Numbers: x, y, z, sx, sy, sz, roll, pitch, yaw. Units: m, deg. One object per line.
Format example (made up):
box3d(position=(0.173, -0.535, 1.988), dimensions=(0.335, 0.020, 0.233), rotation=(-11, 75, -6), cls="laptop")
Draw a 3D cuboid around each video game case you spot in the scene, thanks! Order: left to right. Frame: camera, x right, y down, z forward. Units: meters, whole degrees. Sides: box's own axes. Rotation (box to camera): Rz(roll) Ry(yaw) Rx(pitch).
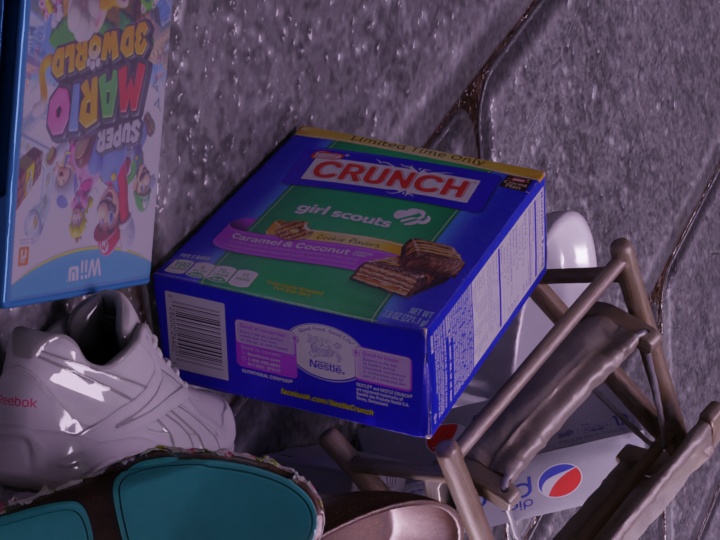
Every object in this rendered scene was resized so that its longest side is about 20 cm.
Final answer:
box3d(position=(-0.138, -0.088, 0.968), dimensions=(0.143, 0.018, 0.202), rotation=(-12, 109, -67), cls="video game case")

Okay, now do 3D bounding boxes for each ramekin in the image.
box3d(position=(0.109, 0.048, 1.504), dimensions=(0.200, 0.097, 0.202), rotation=(9, 90, -67), cls="ramekin")

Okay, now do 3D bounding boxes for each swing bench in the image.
box3d(position=(0.118, 0.119, 1.221), dimensions=(0.199, 0.129, 0.201), rotation=(-46, 115, -28), cls="swing bench")

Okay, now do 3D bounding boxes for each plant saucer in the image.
box3d(position=(-0.036, 0.178, 1.006), dimensions=(0.199, 0.037, 0.201), rotation=(-29, 149, -20), cls="plant saucer")

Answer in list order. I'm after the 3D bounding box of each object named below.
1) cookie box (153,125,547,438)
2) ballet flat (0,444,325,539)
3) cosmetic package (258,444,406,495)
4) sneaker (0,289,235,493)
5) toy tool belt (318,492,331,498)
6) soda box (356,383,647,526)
box3d(position=(0.000, 0.000, 1.135), dimensions=(0.200, 0.170, 0.076), rotation=(-50, 145, -53), cls="cookie box")
box3d(position=(-0.117, 0.123, 0.905), dimensions=(0.064, 0.198, 0.076), rotation=(145, -63, -82), cls="ballet flat")
box3d(position=(-0.030, 0.221, 1.271), dimensions=(0.101, 0.071, 0.202), rotation=(1, 96, -67), cls="cosmetic package")
box3d(position=(-0.118, 0.061, 0.998), dimensions=(0.200, 0.077, 0.100), rotation=(4, 92, -68), cls="sneaker")
box3d(position=(-0.054, 0.199, 1.131), dimensions=(0.199, 0.125, 0.124), rotation=(16, 100, -42), cls="toy tool belt")
box3d(position=(0.101, 0.136, 1.386), dimensions=(0.068, 0.198, 0.064), rotation=(-107, -176, -52), cls="soda box")
